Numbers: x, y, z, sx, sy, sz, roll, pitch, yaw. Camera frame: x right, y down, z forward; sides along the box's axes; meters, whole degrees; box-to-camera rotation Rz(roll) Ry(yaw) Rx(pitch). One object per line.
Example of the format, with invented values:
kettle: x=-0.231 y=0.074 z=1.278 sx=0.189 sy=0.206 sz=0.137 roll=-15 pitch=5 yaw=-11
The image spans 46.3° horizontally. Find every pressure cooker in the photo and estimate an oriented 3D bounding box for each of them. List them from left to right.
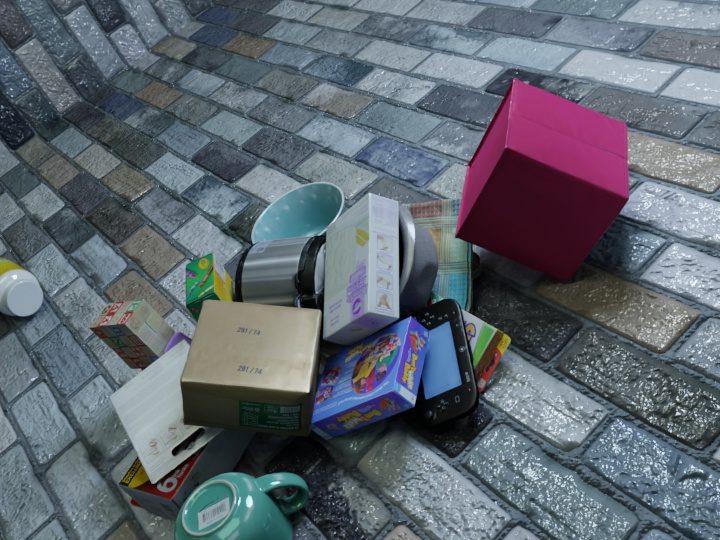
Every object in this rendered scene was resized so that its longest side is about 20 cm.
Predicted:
pressure cooker: x=-0.097 y=0.028 z=1.463 sx=0.198 sy=0.179 sz=0.178 roll=-6 pitch=66 yaw=25

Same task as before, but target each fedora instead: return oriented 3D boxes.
fedora: x=0.066 y=-0.003 z=1.365 sx=0.177 sy=0.090 sz=0.202 roll=-45 pitch=40 yaw=46

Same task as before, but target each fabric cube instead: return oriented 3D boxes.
fabric cube: x=0.284 y=-0.142 z=1.325 sx=0.198 sy=0.197 sz=0.201 roll=20 pitch=46 yaw=-4

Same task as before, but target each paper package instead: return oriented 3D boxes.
paper package: x=-0.165 y=0.149 z=1.306 sx=0.198 sy=0.104 sz=0.192 roll=5 pitch=41 yaw=1

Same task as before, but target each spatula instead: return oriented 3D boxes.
spatula: x=-0.245 y=0.172 z=1.449 sx=0.199 sy=0.021 sz=0.057 roll=26 pitch=65 yaw=9

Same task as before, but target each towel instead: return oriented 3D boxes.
towel: x=0.122 y=-0.021 z=1.420 sx=0.145 sy=0.022 sz=0.202 roll=-4 pitch=77 yaw=31

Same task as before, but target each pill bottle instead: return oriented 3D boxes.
pill bottle: x=-0.841 y=0.043 z=2.021 sx=0.199 sy=0.113 sz=0.113 roll=18 pitch=57 yaw=46

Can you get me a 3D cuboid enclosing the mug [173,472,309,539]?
mug: x=-0.179 y=0.353 z=1.198 sx=0.151 sy=0.115 sz=0.186 roll=2 pitch=47 yaw=36

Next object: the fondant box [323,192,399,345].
fondant box: x=0.000 y=0.000 z=1.327 sx=0.144 sy=0.058 sz=0.202 roll=-34 pitch=50 yaw=52

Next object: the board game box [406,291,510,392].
board game box: x=0.142 y=0.105 z=1.315 sx=0.199 sy=0.030 sz=0.096 roll=31 pitch=92 yaw=48

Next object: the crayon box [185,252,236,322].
crayon box: x=-0.233 y=0.083 z=1.481 sx=0.058 sy=0.201 sz=0.119 roll=-25 pitch=36 yaw=6

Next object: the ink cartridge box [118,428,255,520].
ink cartridge box: x=-0.289 y=0.293 z=1.371 sx=0.174 sy=0.084 sz=0.201 roll=2 pitch=47 yaw=37

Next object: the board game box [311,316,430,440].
board game box: x=0.010 y=0.167 z=1.281 sx=0.199 sy=0.045 sz=0.135 roll=-29 pitch=32 yaw=42

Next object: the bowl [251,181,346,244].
bowl: x=-0.102 y=-0.068 z=1.648 sx=0.199 sy=0.105 sz=0.202 roll=-19 pitch=37 yaw=15

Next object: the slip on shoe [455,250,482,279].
slip on shoe: x=0.125 y=-0.032 z=1.485 sx=0.076 sy=0.061 sz=0.199 roll=-46 pitch=39 yaw=-21

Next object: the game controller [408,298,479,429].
game controller: x=0.120 y=0.137 z=1.264 sx=0.104 sy=0.042 sz=0.201 roll=-34 pitch=46 yaw=30

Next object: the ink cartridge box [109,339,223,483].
ink cartridge box: x=-0.300 y=0.230 z=1.360 sx=0.160 sy=0.050 sz=0.200 roll=-37 pitch=53 yaw=-7

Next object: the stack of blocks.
stack of blocks: x=-0.370 y=0.143 z=1.501 sx=0.114 sy=0.200 sz=0.059 roll=-8 pitch=40 yaw=41
